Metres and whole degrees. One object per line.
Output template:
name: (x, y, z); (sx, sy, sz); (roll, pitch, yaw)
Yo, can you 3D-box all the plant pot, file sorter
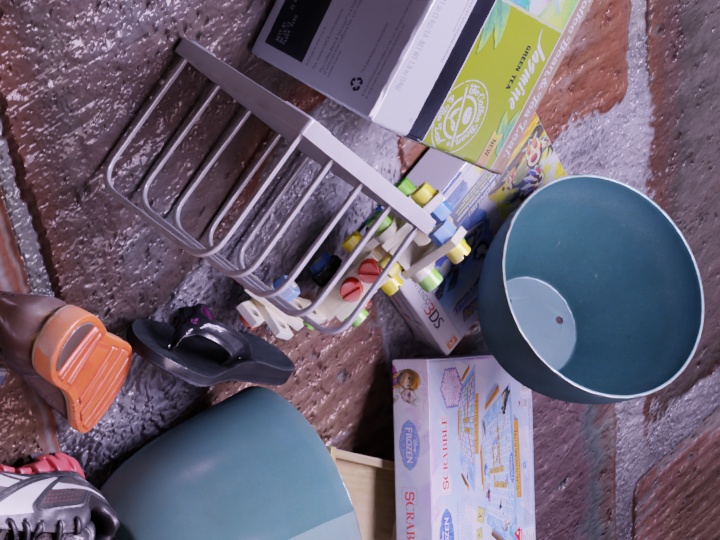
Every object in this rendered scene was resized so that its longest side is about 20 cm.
plant pot: (0.181, 0.031, 1.715); (0.200, 0.200, 0.135); (-34, 179, -31)
file sorter: (-0.068, -0.053, 1.431); (0.125, 0.139, 0.200); (-55, 146, 0)
plant pot: (-0.119, 0.211, 1.538); (0.161, 0.201, 0.201); (-20, 132, -29)

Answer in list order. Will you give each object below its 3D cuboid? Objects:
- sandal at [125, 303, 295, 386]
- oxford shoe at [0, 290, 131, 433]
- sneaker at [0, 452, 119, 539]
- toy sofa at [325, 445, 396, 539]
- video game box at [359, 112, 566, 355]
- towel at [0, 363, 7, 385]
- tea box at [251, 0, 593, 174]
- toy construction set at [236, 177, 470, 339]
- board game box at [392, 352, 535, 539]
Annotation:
sandal: (-0.114, 0.052, 1.519); (0.048, 0.075, 0.200); (-60, 155, 12)
oxford shoe: (-0.217, 0.060, 1.407); (0.071, 0.073, 0.200); (-57, 166, -18)
sneaker: (-0.248, 0.184, 1.408); (0.200, 0.098, 0.071); (-2, 124, -59)
toy sofa: (-0.018, 0.205, 1.765); (0.200, 0.098, 0.083); (19, 77, -55)
video game box: (0.096, -0.045, 1.724); (0.200, 0.047, 0.182); (-50, 148, -10)
towel: (-0.337, 0.139, 1.350); (0.147, 0.024, 0.200); (15, 107, -57)
tea box: (0.058, -0.203, 1.470); (0.197, 0.134, 0.200); (15, 105, -55)
toy construction set: (0.000, 0.000, 1.559); (0.200, 0.131, 0.092); (-26, 104, 14)
board game box: (0.099, 0.177, 1.817); (0.199, 0.041, 0.200); (1, 87, -57)
